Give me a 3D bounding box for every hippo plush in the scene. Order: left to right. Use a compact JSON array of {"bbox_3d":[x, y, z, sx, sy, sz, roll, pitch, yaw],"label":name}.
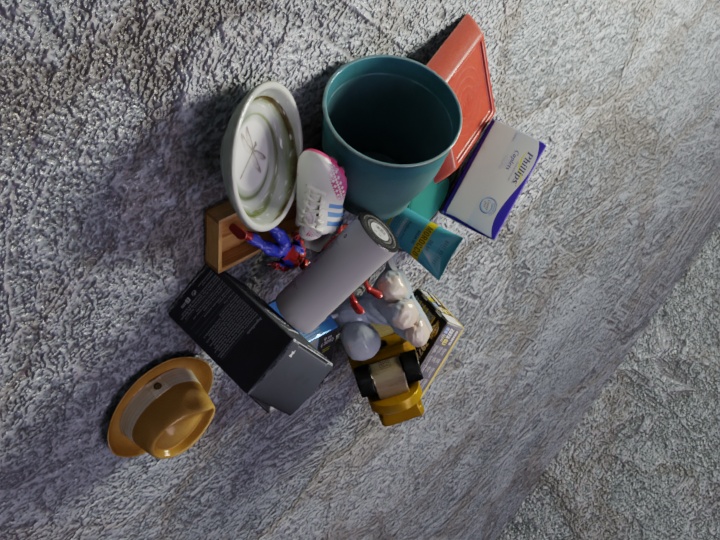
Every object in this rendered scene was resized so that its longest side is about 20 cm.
[{"bbox_3d":[0.017,0.068,1.745,0.160,0.201,0.159,-27,163,8],"label":"hippo plush"}]

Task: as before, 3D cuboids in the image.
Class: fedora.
[{"bbox_3d":[-0.293,0.228,1.543,0.200,0.082,0.201,-36,147,-28],"label":"fedora"}]

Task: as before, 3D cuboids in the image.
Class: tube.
[{"bbox_3d":[0.075,-0.068,1.621,0.050,0.200,0.078,4,118,-56],"label":"tube"}]

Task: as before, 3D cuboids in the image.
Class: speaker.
[{"bbox_3d":[-0.038,0.005,1.492,0.200,0.081,0.081,-44,155,24],"label":"speaker"}]

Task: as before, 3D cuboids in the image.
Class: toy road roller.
[{"bbox_3d":[0.052,0.193,1.840,0.122,0.200,0.146,-17,121,1],"label":"toy road roller"}]

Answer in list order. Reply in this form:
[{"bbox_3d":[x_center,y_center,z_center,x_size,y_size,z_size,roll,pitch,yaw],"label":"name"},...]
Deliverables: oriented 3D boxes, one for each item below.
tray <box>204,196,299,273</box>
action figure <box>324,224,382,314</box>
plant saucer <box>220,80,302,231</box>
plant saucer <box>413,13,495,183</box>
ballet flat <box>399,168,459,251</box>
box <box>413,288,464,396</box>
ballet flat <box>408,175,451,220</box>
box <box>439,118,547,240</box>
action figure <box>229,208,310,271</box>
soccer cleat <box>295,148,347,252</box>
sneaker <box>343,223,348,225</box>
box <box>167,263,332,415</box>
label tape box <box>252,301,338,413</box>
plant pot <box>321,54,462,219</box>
[{"bbox_3d":[-0.141,-0.081,1.472,0.200,0.037,0.099,-30,144,-35],"label":"tray"},{"bbox_3d":[0.000,0.000,1.575,0.065,0.099,0.200,-42,137,-16],"label":"action figure"},{"bbox_3d":[-0.141,-0.154,1.336,0.200,0.050,0.201,7,90,-68],"label":"plant saucer"},{"bbox_3d":[0.160,-0.272,1.593,0.200,0.037,0.200,-55,143,-34],"label":"plant saucer"},{"bbox_3d":[0.109,-0.124,1.756,0.201,0.073,0.073,-60,150,2],"label":"ballet flat"},{"bbox_3d":[0.106,0.155,1.947,0.049,0.160,0.200,24,103,-29],"label":"box"},{"bbox_3d":[0.124,-0.170,1.686,0.068,0.068,0.201,-157,-92,-78],"label":"ballet flat"},{"bbox_3d":[0.226,-0.158,1.739,0.184,0.105,0.200,-62,180,4],"label":"box"},{"bbox_3d":[-0.120,-0.036,1.471,0.066,0.052,0.200,-56,153,-3],"label":"action figure"},{"bbox_3d":[-0.060,-0.093,1.414,0.200,0.070,0.087,80,34,-64],"label":"soccer cleat"},{"bbox_3d":[-0.027,-0.033,1.648,0.076,0.070,0.200,-47,151,-11],"label":"sneaker"},{"bbox_3d":[-0.161,0.103,1.473,0.104,0.200,0.148,-49,150,-1],"label":"box"},{"bbox_3d":[-0.113,0.132,1.712,0.144,0.063,0.201,-27,142,-38],"label":"label tape box"},{"bbox_3d":[0.031,-0.180,1.467,0.200,0.200,0.188,-36,162,-26],"label":"plant pot"}]
